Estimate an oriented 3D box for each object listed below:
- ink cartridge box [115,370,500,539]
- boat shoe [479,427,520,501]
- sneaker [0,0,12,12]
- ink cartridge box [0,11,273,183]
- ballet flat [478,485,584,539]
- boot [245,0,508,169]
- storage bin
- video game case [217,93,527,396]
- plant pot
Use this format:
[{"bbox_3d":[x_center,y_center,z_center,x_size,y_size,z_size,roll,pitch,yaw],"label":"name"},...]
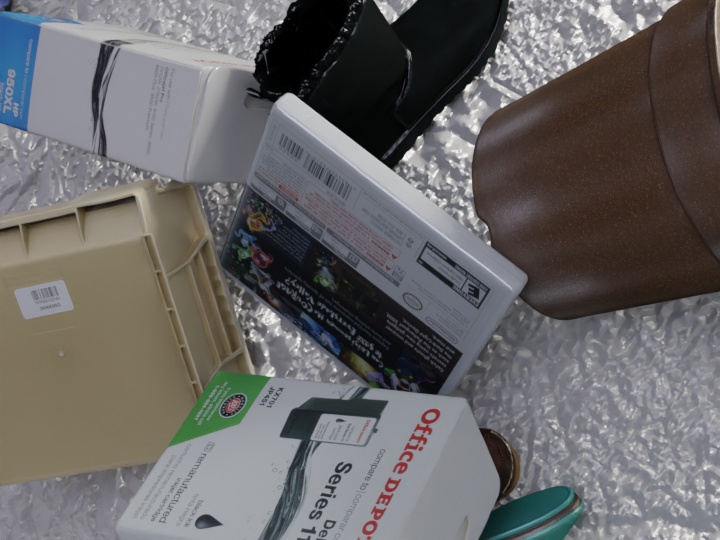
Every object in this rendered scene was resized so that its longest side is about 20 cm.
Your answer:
[{"bbox_3d":[-0.031,0.149,0.876,0.198,0.084,0.147,3,43,30],"label":"ink cartridge box"},{"bbox_3d":[0.012,0.153,0.968,0.198,0.070,0.071,-22,74,15],"label":"boat shoe"},{"bbox_3d":[-0.387,-0.228,1.180,0.198,0.078,0.076,10,83,21],"label":"sneaker"},{"bbox_3d":[-0.154,-0.128,1.022,0.199,0.144,0.085,19,103,30],"label":"ink cartridge box"},{"bbox_3d":[0.070,0.210,0.947,0.198,0.067,0.071,-22,97,14],"label":"ballet flat"},{"bbox_3d":[0.015,-0.165,0.979,0.073,0.162,0.199,38,92,30],"label":"boot"},{"bbox_3d":[-0.201,0.043,1.004,0.198,0.094,0.200,-10,107,18],"label":"storage bin"},{"bbox_3d":[0.000,0.000,0.941,0.199,0.182,0.023,38,51,9],"label":"video game case"},{"bbox_3d":[0.190,-0.066,0.872,0.197,0.199,0.202,-19,72,40],"label":"plant pot"}]
